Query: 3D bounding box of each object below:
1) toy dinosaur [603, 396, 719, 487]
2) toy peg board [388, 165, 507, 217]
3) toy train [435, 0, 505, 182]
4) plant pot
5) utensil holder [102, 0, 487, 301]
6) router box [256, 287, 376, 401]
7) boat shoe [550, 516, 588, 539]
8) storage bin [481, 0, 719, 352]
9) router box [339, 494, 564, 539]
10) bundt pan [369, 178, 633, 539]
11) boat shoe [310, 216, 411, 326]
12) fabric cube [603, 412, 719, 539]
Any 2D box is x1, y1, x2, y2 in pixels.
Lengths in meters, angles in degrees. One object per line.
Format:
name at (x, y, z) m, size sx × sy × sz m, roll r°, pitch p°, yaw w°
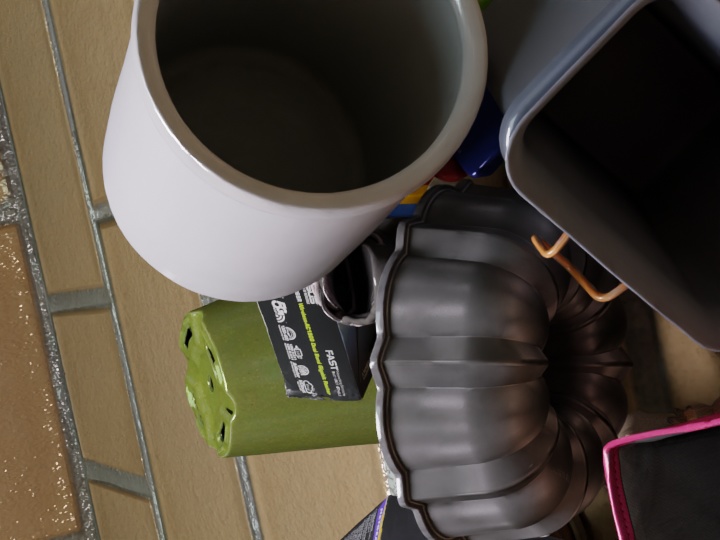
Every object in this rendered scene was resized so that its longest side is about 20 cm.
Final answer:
toy dinosaur at (0.203, 0.130, 1.009) m, size 0.200 × 0.086 × 0.136 m, roll 57°, pitch 151°, yaw 34°
toy peg board at (0.041, 0.014, 1.198) m, size 0.199 × 0.098 × 0.200 m, roll -55°, pitch -39°, yaw -67°
toy train at (0.050, -0.146, 1.034) m, size 0.085 × 0.116 × 0.200 m, roll -49°, pitch 67°, yaw 32°
plant pot at (-0.041, 0.074, 1.457) m, size 0.200 × 0.190 × 0.200 m, roll 167°, pitch 90°, yaw -69°
utensil holder at (-0.044, -0.081, 0.914) m, size 0.200 × 0.170 × 0.170 m, roll 131°, pitch 124°, yaw -69°
router box at (-0.013, -0.025, 1.303) m, size 0.200 × 0.062 × 0.150 m, roll -66°, pitch -29°, yaw -42°
boat shoe at (0.098, 0.172, 1.322) m, size 0.200 × 0.068 × 0.072 m, roll -135°, pitch 39°, yaw -53°
storage bin at (0.139, -0.068, 0.890) m, size 0.146 × 0.200 × 0.134 m, roll -46°, pitch 33°, yaw 12°
router box at (0.086, 0.218, 1.202) m, size 0.157 × 0.200 × 0.052 m, roll 124°, pitch 160°, yaw -63°
bundt pan at (0.086, 0.050, 0.944) m, size 0.076 × 0.202 × 0.202 m, roll -1°, pitch 104°, yaw 31°
boat shoe at (0.000, 0.000, 1.056) m, size 0.200 × 0.057 × 0.067 m, roll 171°, pitch 89°, yaw -69°
fabric cube at (0.248, 0.131, 0.723) m, size 0.200 × 0.199 × 0.196 m, roll 153°, pitch 103°, yaw -69°
